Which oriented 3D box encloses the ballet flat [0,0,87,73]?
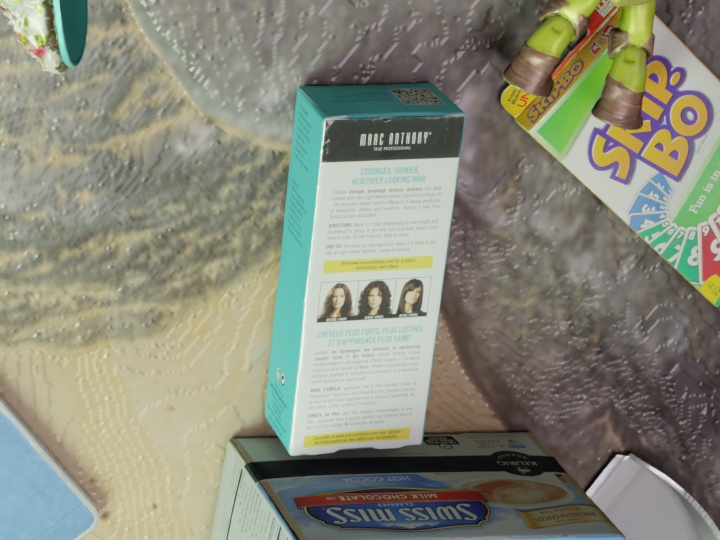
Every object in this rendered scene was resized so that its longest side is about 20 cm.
[{"bbox_3d":[-0.163,-0.194,1.163,0.064,0.076,0.201,6,111,9],"label":"ballet flat"}]

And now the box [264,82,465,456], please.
[{"bbox_3d":[0.000,0.000,1.325,0.082,0.049,0.201,-3,115,-21],"label":"box"}]

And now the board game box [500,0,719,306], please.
[{"bbox_3d":[0.173,-0.071,1.377,0.096,0.030,0.200,-47,120,5],"label":"board game box"}]

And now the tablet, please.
[{"bbox_3d":[-0.253,0.154,1.317,0.200,0.014,0.130,-38,122,-2],"label":"tablet"}]

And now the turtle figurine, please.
[{"bbox_3d":[0.150,-0.158,1.283,0.199,0.064,0.162,17,105,-15],"label":"turtle figurine"}]

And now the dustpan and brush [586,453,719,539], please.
[{"bbox_3d":[0.199,0.216,1.506,0.200,0.057,0.140,32,100,-31],"label":"dustpan and brush"}]

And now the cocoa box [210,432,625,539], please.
[{"bbox_3d":[0.026,0.179,1.372,0.199,0.131,0.134,1,111,-23],"label":"cocoa box"}]
